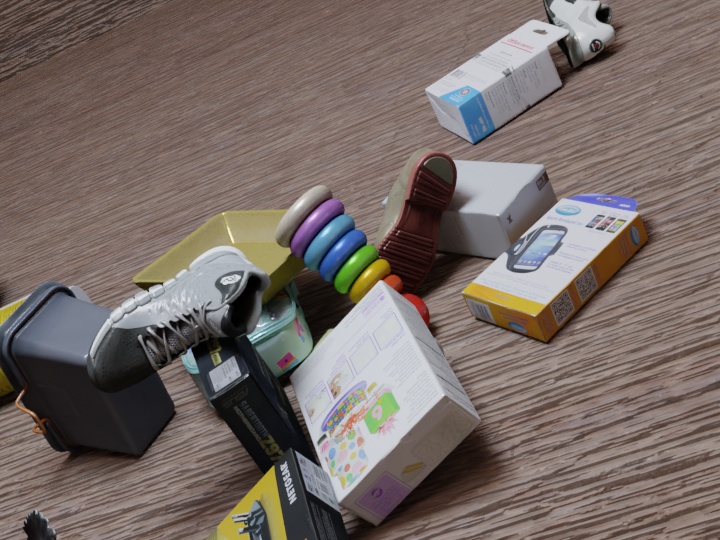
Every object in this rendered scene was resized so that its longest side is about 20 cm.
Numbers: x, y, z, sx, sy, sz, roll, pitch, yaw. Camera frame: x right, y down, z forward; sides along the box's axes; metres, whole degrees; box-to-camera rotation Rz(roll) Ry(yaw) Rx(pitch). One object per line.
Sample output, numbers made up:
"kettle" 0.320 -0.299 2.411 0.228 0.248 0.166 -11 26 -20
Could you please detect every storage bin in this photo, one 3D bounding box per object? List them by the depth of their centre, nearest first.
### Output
"storage bin" -0.317 0.130 1.285 0.133 0.202 0.146 7 43 33

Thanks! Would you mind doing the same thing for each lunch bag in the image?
"lunch bag" -0.141 0.068 1.329 0.159 0.078 0.200 -31 26 -2

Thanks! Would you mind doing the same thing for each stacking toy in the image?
"stacking toy" 0.000 0.000 1.223 0.085 0.200 0.085 -45 -10 -10

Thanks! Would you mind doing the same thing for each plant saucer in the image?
"plant saucer" -0.142 -0.012 1.338 0.197 0.049 0.200 0 28 32

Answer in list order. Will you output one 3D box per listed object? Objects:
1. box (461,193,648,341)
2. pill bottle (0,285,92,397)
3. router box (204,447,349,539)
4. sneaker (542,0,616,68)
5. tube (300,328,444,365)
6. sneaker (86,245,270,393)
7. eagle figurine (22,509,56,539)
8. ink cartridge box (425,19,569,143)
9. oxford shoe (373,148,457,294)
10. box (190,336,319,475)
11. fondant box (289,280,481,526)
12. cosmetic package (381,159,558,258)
"box" 0.217 -0.012 1.188 0.199 0.042 0.118 -39 30 -22
"pill bottle" -0.469 0.100 1.537 0.197 0.113 0.113 -24 29 9
"router box" -0.076 0.271 0.930 0.158 0.052 0.200 -48 27 10
"sneaker" 0.327 -0.372 1.634 0.087 0.075 0.202 -23 39 9
"tube" 0.006 0.094 1.199 0.057 0.053 0.198 -1 0 -40
"sneaker" -0.169 0.053 1.063 0.200 0.076 0.115 -42 33 -19
"eagle figurine" -0.259 0.316 0.964 0.201 0.151 0.151 -53 52 11
"ink cartridge box" 0.206 -0.274 1.581 0.198 0.067 0.116 -33 29 -7
"oxford shoe" 0.053 -0.047 1.289 0.203 0.070 0.075 -65 21 8
"box" -0.113 0.128 1.132 0.051 0.159 0.200 -32 28 -2
"fondant box" 0.017 0.123 1.064 0.144 0.058 0.201 -46 32 12
"cosmetic package" 0.131 -0.077 1.332 0.198 0.075 0.102 12 49 48
